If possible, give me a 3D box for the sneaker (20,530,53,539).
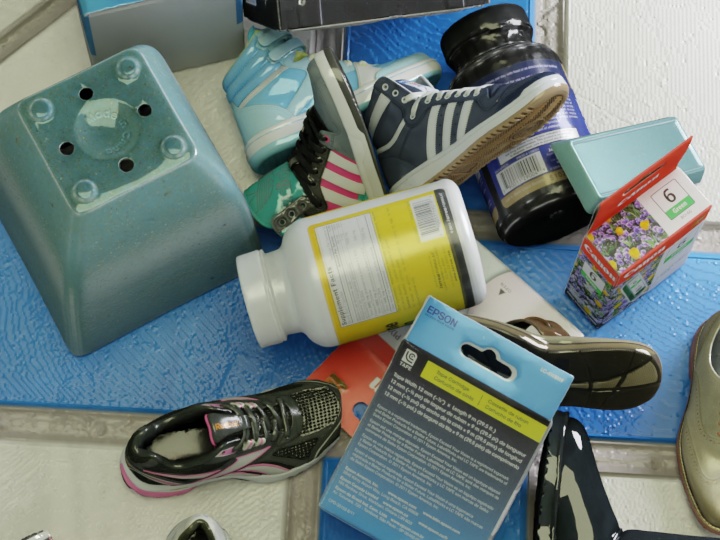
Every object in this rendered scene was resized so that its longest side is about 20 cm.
[{"bbox_3d":[-0.310,0.302,1.620,0.085,0.077,0.200,40,79,0],"label":"sneaker"}]

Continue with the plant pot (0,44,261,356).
[{"bbox_3d":[-0.210,-0.081,1.693,0.195,0.200,0.197,-27,72,-13],"label":"plant pot"}]

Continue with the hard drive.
[{"bbox_3d":[0.003,-0.250,1.791,0.198,0.140,0.038,-10,105,-16],"label":"hard drive"}]

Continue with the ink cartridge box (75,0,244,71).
[{"bbox_3d":[-0.198,-0.301,1.805,0.145,0.147,0.202,-13,71,-7],"label":"ink cartridge box"}]

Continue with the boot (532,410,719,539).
[{"bbox_3d":[0.229,0.224,1.663,0.167,0.076,0.202,5,73,1],"label":"boot"}]

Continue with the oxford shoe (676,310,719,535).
[{"bbox_3d":[0.313,0.125,1.706,0.070,0.074,0.202,2,69,-2],"label":"oxford shoe"}]

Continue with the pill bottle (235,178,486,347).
[{"bbox_3d":[0.000,0.000,1.679,0.198,0.112,0.113,-16,70,1],"label":"pill bottle"}]

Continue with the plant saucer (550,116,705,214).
[{"bbox_3d":[0.243,-0.098,1.750,0.199,0.019,0.070,-15,74,-51],"label":"plant saucer"}]

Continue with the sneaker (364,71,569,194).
[{"bbox_3d":[0.083,-0.143,1.706,0.070,0.200,0.109,-5,65,-52],"label":"sneaker"}]

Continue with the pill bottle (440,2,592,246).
[{"bbox_3d":[0.144,-0.133,1.776,0.111,0.112,0.201,-17,71,-9],"label":"pill bottle"}]

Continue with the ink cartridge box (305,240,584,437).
[{"bbox_3d":[0.072,0.078,1.728,0.162,0.057,0.200,42,68,12],"label":"ink cartridge box"}]

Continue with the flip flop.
[{"bbox_3d":[0.157,0.072,1.679,0.198,0.082,0.058,5,31,1],"label":"flip flop"}]

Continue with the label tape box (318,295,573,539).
[{"bbox_3d":[0.074,0.141,1.654,0.143,0.066,0.201,28,95,9],"label":"label tape box"}]

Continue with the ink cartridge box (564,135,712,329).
[{"bbox_3d":[0.242,-0.030,1.694,0.109,0.200,0.050,-36,74,-15],"label":"ink cartridge box"}]

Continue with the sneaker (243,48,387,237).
[{"bbox_3d":[-0.048,-0.092,1.724,0.120,0.201,0.084,-18,35,-1],"label":"sneaker"}]

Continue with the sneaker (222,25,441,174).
[{"bbox_3d":[-0.035,-0.184,1.805,0.199,0.080,0.131,-24,73,-12],"label":"sneaker"}]

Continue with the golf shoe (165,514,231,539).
[{"bbox_3d":[-0.154,0.293,1.609,0.078,0.097,0.202,9,71,-1],"label":"golf shoe"}]

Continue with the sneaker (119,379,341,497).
[{"bbox_3d":[-0.106,0.142,1.672,0.198,0.086,0.081,-19,74,-10],"label":"sneaker"}]
